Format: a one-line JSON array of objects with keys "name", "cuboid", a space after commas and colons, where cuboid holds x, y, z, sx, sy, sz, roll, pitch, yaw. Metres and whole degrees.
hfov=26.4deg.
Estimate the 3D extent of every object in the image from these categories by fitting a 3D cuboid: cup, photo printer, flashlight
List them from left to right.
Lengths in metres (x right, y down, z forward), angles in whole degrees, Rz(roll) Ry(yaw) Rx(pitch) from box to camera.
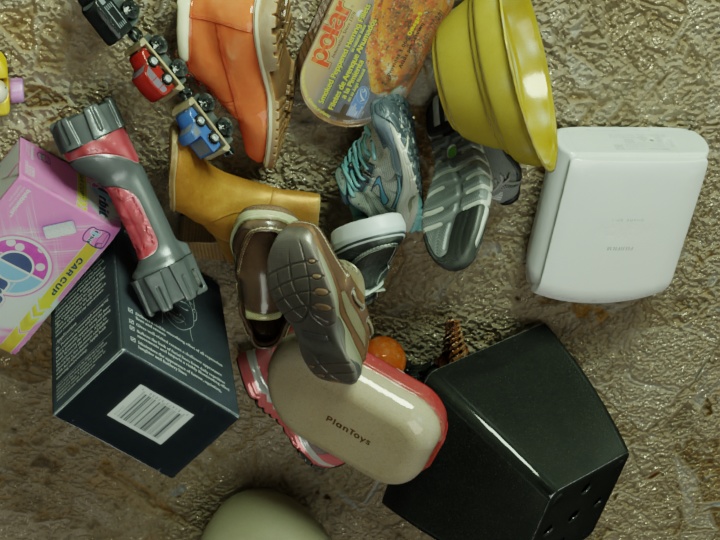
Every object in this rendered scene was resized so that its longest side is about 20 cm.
[{"name": "flashlight", "cuboid": [-0.218, -0.056, 1.427, 0.067, 0.068, 0.202, -18, 99, 30]}, {"name": "cup", "cuboid": [-0.113, 0.338, 1.780, 0.198, 0.144, 0.202, -7, 130, -8]}, {"name": "photo printer", "cuboid": [0.261, -0.051, 1.603, 0.164, 0.070, 0.201, 0, 128, -13]}]

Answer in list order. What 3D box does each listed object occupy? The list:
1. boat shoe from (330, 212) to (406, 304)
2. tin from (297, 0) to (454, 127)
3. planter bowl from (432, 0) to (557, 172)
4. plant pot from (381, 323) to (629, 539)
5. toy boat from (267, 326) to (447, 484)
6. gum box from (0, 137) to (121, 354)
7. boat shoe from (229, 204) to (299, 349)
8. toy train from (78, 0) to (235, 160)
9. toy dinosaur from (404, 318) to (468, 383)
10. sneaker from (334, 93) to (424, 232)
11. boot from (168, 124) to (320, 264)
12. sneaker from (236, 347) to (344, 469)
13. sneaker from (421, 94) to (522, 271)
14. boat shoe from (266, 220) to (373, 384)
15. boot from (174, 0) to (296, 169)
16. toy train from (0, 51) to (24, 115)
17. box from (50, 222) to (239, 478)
[{"name": "boat shoe", "cuboid": [0.000, 0.000, 1.523, 0.071, 0.072, 0.200, -9, 166, -21]}, {"name": "tin", "cuboid": [0.011, -0.225, 1.424, 0.111, 0.042, 0.201, 11, 125, -26]}, {"name": "planter bowl", "cuboid": [0.116, -0.180, 1.397, 0.083, 0.202, 0.201, -11, 132, 17]}, {"name": "plant pot", "cuboid": [0.170, 0.210, 1.672, 0.199, 0.177, 0.201, -18, 138, -40]}, {"name": "toy boat", "cuboid": [0.005, 0.118, 1.594, 0.199, 0.131, 0.131, 30, 134, 4]}, {"name": "gum box", "cuboid": [-0.336, -0.016, 1.489, 0.113, 0.066, 0.200, 30, 117, -30]}, {"name": "boat shoe", "cuboid": [-0.087, 0.013, 1.484, 0.074, 0.076, 0.203, -1, 152, -1]}, {"name": "toy train", "cuboid": [-0.181, -0.176, 1.369, 0.034, 0.046, 0.200, -21, 114, 45]}, {"name": "toy dinosaur", "cuboid": [0.071, 0.132, 1.712, 0.134, 0.102, 0.202, -6, 113, -28]}, {"name": "sneaker", "cuboid": [0.016, -0.093, 1.483, 0.085, 0.078, 0.201, -7, 149, 3]}, {"name": "boot", "cuboid": [-0.110, -0.073, 1.478, 0.142, 0.071, 0.202, -1, 148, 0]}, {"name": "sneaker", "cuboid": [-0.051, 0.145, 1.685, 0.086, 0.074, 0.200, -31, 129, 10]}, {"name": "sneaker", "cuboid": [0.119, -0.074, 1.477, 0.075, 0.202, 0.115, -18, 144, 33]}, {"name": "boat shoe", "cuboid": [-0.034, 0.021, 1.452, 0.075, 0.072, 0.201, 14, 142, 25]}, {"name": "boot", "cuboid": [-0.115, -0.179, 1.420, 0.106, 0.075, 0.201, 5, 136, 8]}, {"name": "toy train", "cuboid": [-0.387, -0.159, 1.370, 0.149, 0.056, 0.201, -24, 130, 6]}, {"name": "box", "cuboid": [-0.215, 0.074, 1.504, 0.107, 0.201, 0.148, -41, 126, 21]}]
